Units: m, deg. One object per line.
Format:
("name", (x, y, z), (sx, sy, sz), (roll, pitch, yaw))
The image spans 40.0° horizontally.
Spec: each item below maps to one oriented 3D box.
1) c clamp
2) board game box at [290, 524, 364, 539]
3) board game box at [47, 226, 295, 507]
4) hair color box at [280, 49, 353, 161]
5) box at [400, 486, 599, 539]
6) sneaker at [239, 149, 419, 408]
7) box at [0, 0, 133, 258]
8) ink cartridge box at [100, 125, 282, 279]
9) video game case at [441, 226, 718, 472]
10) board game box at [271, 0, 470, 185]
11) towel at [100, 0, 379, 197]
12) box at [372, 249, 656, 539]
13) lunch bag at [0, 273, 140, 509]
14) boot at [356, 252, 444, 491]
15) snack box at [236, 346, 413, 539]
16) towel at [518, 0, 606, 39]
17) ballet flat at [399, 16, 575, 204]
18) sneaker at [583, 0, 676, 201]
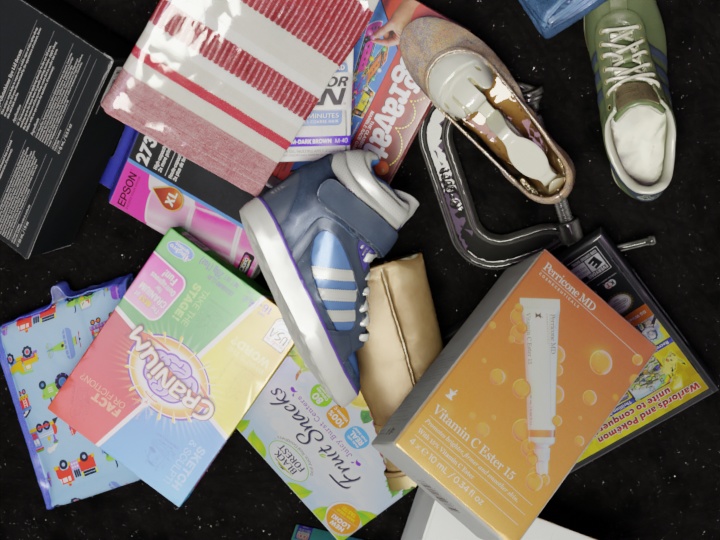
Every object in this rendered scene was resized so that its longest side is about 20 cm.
("c clamp", (0.148, -0.085, 0.888), (0.170, 0.027, 0.201), (-22, 103, 19))
("board game box", (0.014, 0.359, 1.023), (0.198, 0.045, 0.154), (11, 107, 5))
("board game box", (-0.163, 0.086, 0.894), (0.152, 0.040, 0.201), (35, 94, 1))
("hair color box", (-0.062, -0.192, 0.809), (0.108, 0.065, 0.202), (-3, 114, -11))
("box", (0.141, 0.277, 0.922), (0.198, 0.124, 0.098), (21, 76, -2))
("sneaker", (0.000, 0.000, 0.829), (0.146, 0.081, 0.201), (-28, 108, -13))
("box", (-0.296, -0.136, 0.892), (0.141, 0.079, 0.201), (32, 108, 7))
("ink cartridge box", (-0.164, -0.079, 0.915), (0.199, 0.037, 0.095), (31, 111, 6))
("video game case", (0.193, 0.087, 0.916), (0.199, 0.026, 0.181), (-36, 98, 24))
("board game box", (0.006, -0.147, 0.882), (0.102, 0.019, 0.201), (30, 108, 6))
("towel", (-0.090, -0.173, 0.765), (0.143, 0.023, 0.201), (29, 106, -21))
("box", (0.123, 0.104, 0.812), (0.124, 0.097, 0.200), (40, 76, -1))
("lunch bag", (-0.263, 0.108, 0.970), (0.149, 0.094, 0.202), (-20, 96, 13))
("boot", (0.072, 0.081, 0.893), (0.174, 0.066, 0.202), (-16, 91, -4))
("snack box", (-0.030, 0.144, 0.961), (0.142, 0.053, 0.200), (-39, 97, 16))
("towel", (0.200, -0.287, 0.789), (0.199, 0.048, 0.112), (-37, 71, 17))
("ballet flat", (0.109, -0.132, 0.822), (0.200, 0.067, 0.068), (42, 109, -8))
("sneaker", (0.228, -0.153, 0.819), (0.066, 0.090, 0.202), (-9, 105, 11))
